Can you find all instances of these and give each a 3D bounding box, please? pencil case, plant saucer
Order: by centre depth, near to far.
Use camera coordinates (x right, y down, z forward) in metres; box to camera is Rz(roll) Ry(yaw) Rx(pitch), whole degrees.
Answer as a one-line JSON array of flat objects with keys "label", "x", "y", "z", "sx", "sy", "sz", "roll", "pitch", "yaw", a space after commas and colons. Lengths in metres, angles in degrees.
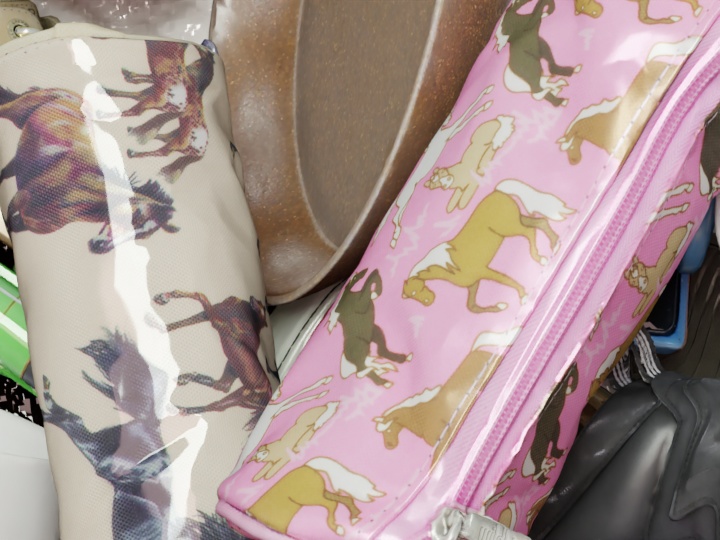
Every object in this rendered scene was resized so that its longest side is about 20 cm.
[{"label": "pencil case", "x": 0.044, "y": -0.003, "z": 0.647, "sx": 0.086, "sy": 0.083, "sz": 0.201, "roll": 26, "pitch": 80, "yaw": 29}, {"label": "pencil case", "x": -0.056, "y": 0.033, "z": 0.717, "sx": 0.077, "sy": 0.089, "sz": 0.201, "roll": -14, "pitch": 79, "yaw": 4}, {"label": "plant saucer", "x": 0.001, "y": -0.087, "z": 0.752, "sx": 0.034, "sy": 0.200, "sz": 0.201, "roll": 8, "pitch": 87, "yaw": -20}]

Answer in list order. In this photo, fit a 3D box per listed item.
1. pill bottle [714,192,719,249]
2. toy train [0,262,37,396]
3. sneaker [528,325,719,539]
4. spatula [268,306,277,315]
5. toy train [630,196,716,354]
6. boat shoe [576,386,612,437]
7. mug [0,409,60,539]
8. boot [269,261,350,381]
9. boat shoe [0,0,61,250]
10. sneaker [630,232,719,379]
[{"label": "pill bottle", "x": 0.195, "y": 0.011, "z": 0.699, "sx": 0.199, "sy": 0.111, "sz": 0.112, "roll": 29, "pitch": 88, "yaw": -27}, {"label": "toy train", "x": -0.154, "y": -0.012, "z": 0.813, "sx": 0.199, "sy": 0.056, "sz": 0.042, "roll": 33, "pitch": 89, "yaw": 5}, {"label": "sneaker", "x": 0.099, "y": 0.104, "z": 0.713, "sx": 0.114, "sy": 0.075, "sz": 0.201, "roll": 28, "pitch": 132, "yaw": 33}, {"label": "spatula", "x": 0.000, "y": 0.000, "z": 0.814, "sx": 0.200, "sy": 0.021, "sz": 0.057, "roll": -34, "pitch": 85, "yaw": -12}, {"label": "toy train", "x": 0.069, "y": -0.069, "z": 0.766, "sx": 0.086, "sy": 0.114, "sz": 0.201, "roll": 4, "pitch": 78, "yaw": -2}, {"label": "boat shoe", "x": 0.055, "y": 0.132, "z": 0.785, "sx": 0.075, "sy": 0.074, "sz": 0.201, "roll": -1, "pitch": 86, "yaw": 3}, {"label": "mug", "x": -0.153, "y": 0.125, "z": 0.759, "sx": 0.199, "sy": 0.148, "sz": 0.176, "roll": 18, "pitch": 91, "yaw": 5}, {"label": "boot", "x": 0.012, "y": 0.105, "z": 0.752, "sx": 0.144, "sy": 0.072, "sz": 0.201, "roll": 21, "pitch": 97, "yaw": 46}, {"label": "boat shoe", "x": -0.122, "y": -0.059, "z": 0.809, "sx": 0.200, "sy": 0.072, "sz": 0.065, "roll": 38, "pitch": 90, "yaw": 10}, {"label": "sneaker", "x": 0.166, "y": 0.071, "z": 0.793, "sx": 0.075, "sy": 0.106, "sz": 0.200, "roll": -51, "pitch": 56, "yaw": 21}]
